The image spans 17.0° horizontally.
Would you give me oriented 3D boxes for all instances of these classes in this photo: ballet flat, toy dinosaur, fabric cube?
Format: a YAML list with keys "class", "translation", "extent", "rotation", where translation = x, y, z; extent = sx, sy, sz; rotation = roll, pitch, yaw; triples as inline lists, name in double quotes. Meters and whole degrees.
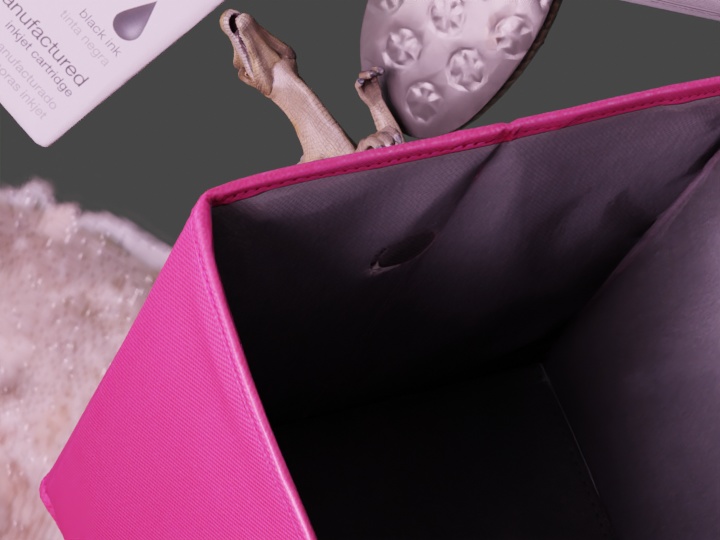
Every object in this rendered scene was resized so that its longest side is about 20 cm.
- class: "ballet flat"
  translation: [0.056, -0.141, 0.856]
  extent: [0.067, 0.046, 0.200]
  rotation: [22, 103, 11]
- class: "toy dinosaur"
  translation: [0.000, 0.000, 0.870]
  extent: [0.101, 0.058, 0.201]
  rotation: [-3, 97, 54]
- class: "fabric cube"
  translation: [0.042, 0.087, 0.694]
  extent: [0.197, 0.200, 0.199]
  rotation: [68, 152, 19]

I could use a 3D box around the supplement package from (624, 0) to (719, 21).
- class: "supplement package"
  translation: [0.149, -0.177, 0.754]
  extent: [0.155, 0.111, 0.201]
  rotation: [17, 94, 33]

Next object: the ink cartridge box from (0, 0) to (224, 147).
- class: "ink cartridge box"
  translation: [-0.083, -0.165, 0.879]
  extent: [0.200, 0.084, 0.144]
  rotation: [-36, 101, 26]
